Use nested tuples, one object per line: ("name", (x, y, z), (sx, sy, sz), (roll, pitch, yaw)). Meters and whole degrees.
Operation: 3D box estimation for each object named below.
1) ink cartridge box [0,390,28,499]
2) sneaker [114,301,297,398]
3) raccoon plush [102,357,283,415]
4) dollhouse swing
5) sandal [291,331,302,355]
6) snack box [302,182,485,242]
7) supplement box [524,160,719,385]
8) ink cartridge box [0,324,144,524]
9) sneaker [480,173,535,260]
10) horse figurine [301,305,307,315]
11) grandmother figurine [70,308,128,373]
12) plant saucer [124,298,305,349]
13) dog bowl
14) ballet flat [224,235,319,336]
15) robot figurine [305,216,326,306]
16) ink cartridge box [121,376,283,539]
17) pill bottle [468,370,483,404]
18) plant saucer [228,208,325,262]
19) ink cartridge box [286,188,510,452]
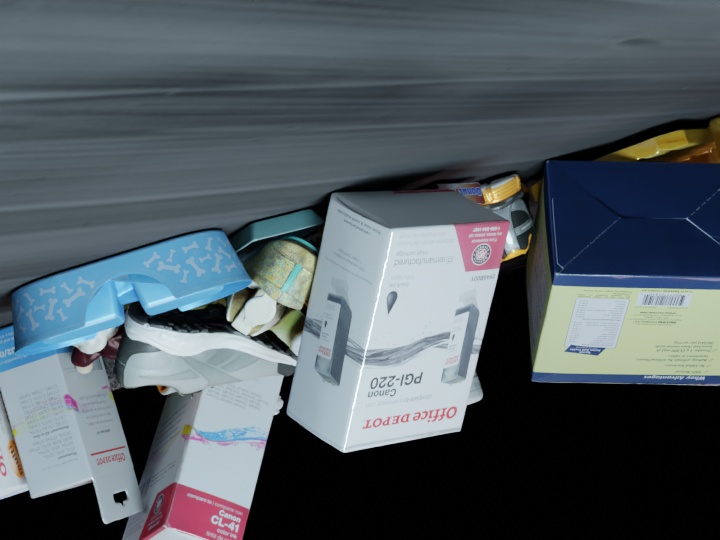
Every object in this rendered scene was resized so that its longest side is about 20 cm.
("ink cartridge box", (-0.387, 0.156, 1.587), (0.144, 0.148, 0.200), (-19, 175, 13))
("sneaker", (-0.139, 0.076, 1.472), (0.200, 0.080, 0.074), (10, -159, -44))
("raccoon plush", (-0.193, 0.104, 1.760), (0.134, 0.097, 0.200), (-20, -152, -33))
("dollhouse swing", (0.298, -0.054, 1.671), (0.199, 0.182, 0.176), (-20, -170, 28))
("sandal", (0.003, 0.072, 1.676), (0.079, 0.059, 0.206), (-20, 154, 28))
("snack box", (0.017, -0.042, 1.544), (0.200, 0.024, 0.072), (-21, 171, 36))
("supplement box", (0.270, 0.006, 1.608), (0.199, 0.135, 0.200), (2, 147, -1))
("ink cartridge box", (-0.277, 0.145, 1.549), (0.068, 0.201, 0.115), (-18, 175, 11))
("sneaker", (0.139, -0.045, 1.643), (0.078, 0.078, 0.200), (-20, 176, 8))
("horse figurine", (-0.065, 0.061, 1.737), (0.200, 0.132, 0.050), (100, 16, -64))
("grandmother figurine", (-0.213, 0.063, 1.502), (0.121, 0.061, 0.200), (-31, 156, 8))
("plant saucer", (-0.152, 0.067, 1.646), (0.199, 0.031, 0.200), (0, 157, 0))
("dog bowl", (-0.189, 0.016, 1.328), (0.199, 0.050, 0.111), (-17, 175, -6))
("ballet flat", (-0.086, 0.023, 1.425), (0.070, 0.071, 0.200), (-16, 172, -20))
("robot figurine", (0.000, 0.000, 1.508), (0.144, 0.058, 0.200), (-4, 158, -1))
("ink cartridge box", (-0.156, 0.190, 1.621), (0.085, 0.201, 0.148), (24, 151, -16))
("pill bottle", (0.058, 0.066, 1.851), (0.113, 0.201, 0.113), (-17, 175, -1))
("plant saucer", (-0.099, -0.019, 1.439), (0.070, 0.019, 0.200), (-15, 174, -26))
("ink cartridge box", (0.031, 0.040, 1.374), (0.145, 0.201, 0.085), (-5, -154, -42))
